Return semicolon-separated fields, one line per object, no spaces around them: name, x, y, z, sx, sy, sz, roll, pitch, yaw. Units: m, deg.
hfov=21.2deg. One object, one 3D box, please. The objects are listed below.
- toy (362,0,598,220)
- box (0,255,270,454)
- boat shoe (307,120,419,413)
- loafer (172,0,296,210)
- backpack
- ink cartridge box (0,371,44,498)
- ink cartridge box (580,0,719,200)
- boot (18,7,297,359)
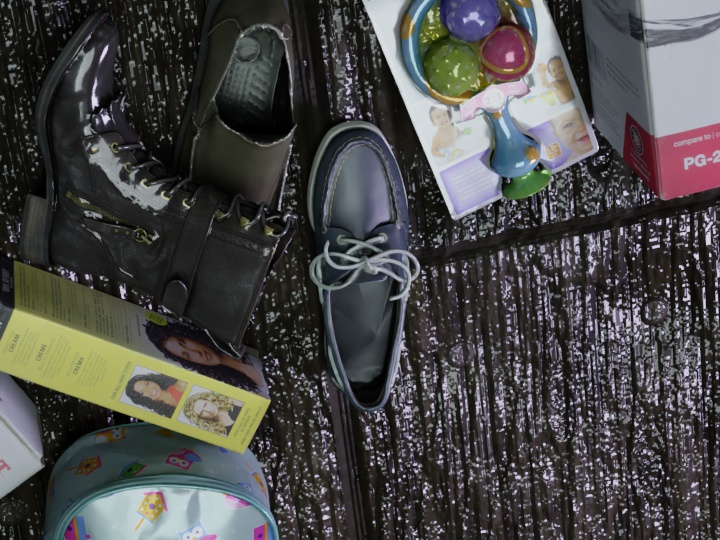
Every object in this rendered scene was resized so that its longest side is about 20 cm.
toy;0.082;-0.136;1.276;0.114;0.047;0.201;-25;117;-2
box;-0.161;0.057;1.297;0.198;0.075;0.050;20;111;-21
boat shoe;0.000;0.000;1.311;0.074;0.062;0.202;-1;114;-10
loafer;-0.081;-0.087;1.249;0.074;0.070;0.202;0;114;-12
backpack;-0.139;0.212;1.329;0.174;0.154;0.202;2;112;-8
ink cartridge box;-0.330;0.119;1.279;0.199;0.088;0.146;-35;117;6
ink cartridge box;0.196;-0.170;1.230;0.082;0.146;0.202;-13;116;-5
boot;-0.121;-0.055;1.225;0.172;0.069;0.202;19;121;7
